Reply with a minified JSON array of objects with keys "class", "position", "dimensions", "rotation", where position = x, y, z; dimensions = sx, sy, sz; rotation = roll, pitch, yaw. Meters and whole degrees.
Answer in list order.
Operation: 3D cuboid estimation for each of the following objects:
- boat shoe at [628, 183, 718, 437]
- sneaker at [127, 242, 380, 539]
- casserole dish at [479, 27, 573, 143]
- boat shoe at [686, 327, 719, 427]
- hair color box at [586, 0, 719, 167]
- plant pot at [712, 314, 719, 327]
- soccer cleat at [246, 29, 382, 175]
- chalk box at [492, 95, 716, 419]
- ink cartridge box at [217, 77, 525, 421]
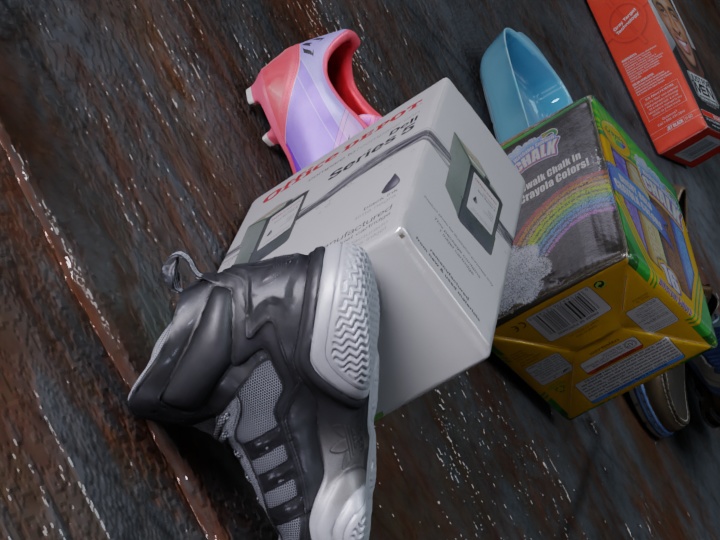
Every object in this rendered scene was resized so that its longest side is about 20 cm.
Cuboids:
[{"class":"boat shoe","position":[0.238,0.028,1.667],"dimensions":[0.072,0.072,0.201],"rotation":[3,76,-65]},{"class":"sneaker","position":[-0.050,0.080,1.016],"dimensions":[0.076,0.113,0.201],"rotation":[-74,167,-70]},{"class":"casserole dish","position":[0.144,-0.104,1.715],"dimensions":[0.121,0.039,0.200],"rotation":[37,31,-45]},{"class":"boat shoe","position":[0.302,0.093,1.764],"dimensions":[0.200,0.072,0.073],"rotation":[-57,140,-79]},{"class":"hair color box","position":[0.302,-0.210,2.160],"dimensions":[0.101,0.061,0.200],"rotation":[11,53,-61]},{"class":"plant pot","position":[0.442,0.120,1.876],"dimensions":[0.196,0.200,0.196],"rotation":[42,27,-39]},{"class":"soccer cleat","position":[0.001,-0.047,1.277],"dimensions":[0.067,0.076,0.200],"rotation":[3,60,-65]},{"class":"chalk box","position":[0.150,-0.024,1.493],"dimensions":[0.124,0.124,0.200],"rotation":[42,29,-38]},{"class":"ink cartridge box","position":[0.000,0.000,1.125],"dimensions":[0.084,0.145,0.200],"rotation":[52,23,-16]}]
